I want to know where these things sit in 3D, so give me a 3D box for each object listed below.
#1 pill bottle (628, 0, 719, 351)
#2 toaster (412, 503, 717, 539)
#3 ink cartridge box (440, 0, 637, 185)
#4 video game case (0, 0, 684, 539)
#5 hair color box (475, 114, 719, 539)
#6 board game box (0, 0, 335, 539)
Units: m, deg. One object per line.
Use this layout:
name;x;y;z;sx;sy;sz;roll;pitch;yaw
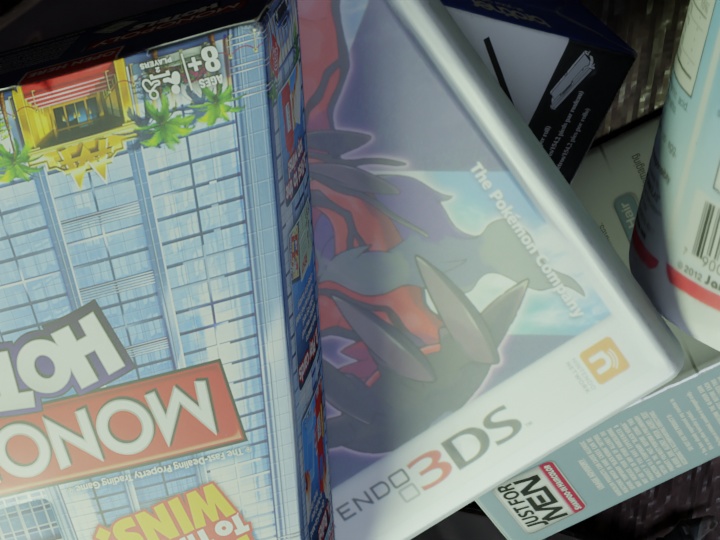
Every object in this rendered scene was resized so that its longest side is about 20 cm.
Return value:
pill bottle;0.151;-0.076;0.848;0.108;0.109;0.201;0;117;-25
toaster;0.036;0.182;1.163;0.180;0.119;0.200;18;130;-41
ink cartridge box;0.000;0.000;0.917;0.094;0.044;0.201;10;116;-36
video game case;-0.033;-0.005;0.861;0.182;0.023;0.200;-33;100;18
hair color box;0.117;0.002;0.981;0.199;0.099;0.061;-26;146;9
board game box;-0.087;0.038;0.841;0.199;0.062;0.201;-15;106;13
